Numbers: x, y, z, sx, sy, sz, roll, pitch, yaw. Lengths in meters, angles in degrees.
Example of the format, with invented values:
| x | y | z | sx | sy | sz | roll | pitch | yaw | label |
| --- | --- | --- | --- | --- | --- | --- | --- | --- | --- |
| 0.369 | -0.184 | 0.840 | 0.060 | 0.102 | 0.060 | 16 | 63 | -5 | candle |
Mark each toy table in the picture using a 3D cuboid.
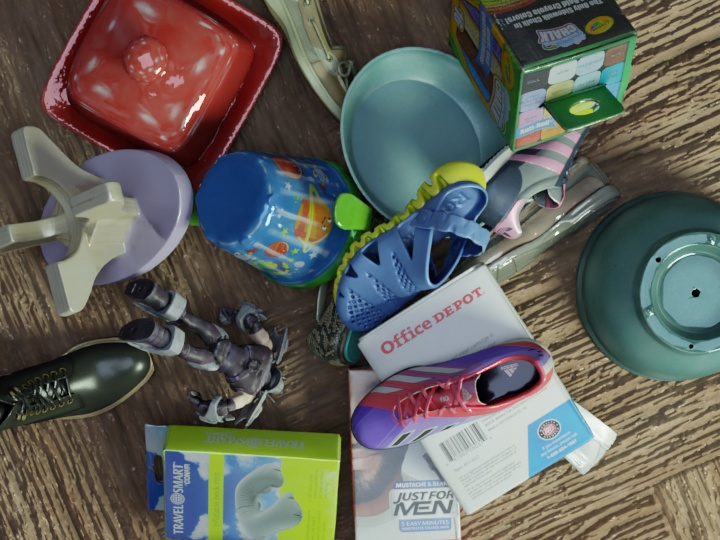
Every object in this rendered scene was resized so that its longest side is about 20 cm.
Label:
| x | y | z | sx | sy | sz | roll | pitch | yaw | label |
| --- | --- | --- | --- | --- | --- | --- | --- | --- | --- |
| -0.273 | -0.048 | 1.346 | 0.200 | 0.117 | 0.184 | -33 | 76 | 30 | toy table |

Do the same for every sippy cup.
| x | y | z | sx | sy | sz | roll | pitch | yaw | label |
| --- | --- | --- | --- | --- | --- | --- | --- | --- | --- |
| -0.088 | -0.058 | 1.359 | 0.178 | 0.130 | 0.140 | -36 | 62 | 23 | sippy cup |

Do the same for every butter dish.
| x | y | z | sx | sy | sz | roll | pitch | yaw | label |
| --- | --- | --- | --- | --- | --- | --- | --- | --- | --- |
| -0.205 | -0.203 | 1.371 | 0.200 | 0.148 | 0.200 | 29 | 92 | -1 | butter dish |

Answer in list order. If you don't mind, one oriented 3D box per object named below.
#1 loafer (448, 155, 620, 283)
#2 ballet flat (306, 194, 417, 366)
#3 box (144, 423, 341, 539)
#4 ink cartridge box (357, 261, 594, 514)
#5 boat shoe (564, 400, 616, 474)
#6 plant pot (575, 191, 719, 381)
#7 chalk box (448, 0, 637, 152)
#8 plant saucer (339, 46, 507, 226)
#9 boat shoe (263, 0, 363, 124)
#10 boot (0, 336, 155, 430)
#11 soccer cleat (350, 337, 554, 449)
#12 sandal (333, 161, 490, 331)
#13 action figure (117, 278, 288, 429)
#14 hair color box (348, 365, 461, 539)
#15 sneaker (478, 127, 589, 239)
| x | y | z | sx | sy | sz | roll | pitch | yaw | label |
| --- | --- | --- | --- | --- | --- | --- | --- | --- | --- |
| 0.170 | -0.045 | 1.423 | 0.200 | 0.072 | 0.063 | -32 | 74 | -5 | loafer |
| 0.000 | 0.000 | 1.417 | 0.075 | 0.068 | 0.200 | 22 | 80 | 31 | ballet flat |
| -0.123 | 0.220 | 1.413 | 0.200 | 0.048 | 0.122 | 3 | 121 | -1 | box |
| 0.112 | 0.111 | 1.346 | 0.146 | 0.084 | 0.200 | -32 | 90 | 7 | ink cartridge box |
| 0.167 | 0.139 | 1.427 | 0.200 | 0.072 | 0.069 | 34 | 91 | -10 | boat shoe |
| 0.326 | 0.019 | 1.385 | 0.200 | 0.134 | 0.200 | 0 | 93 | 0 | plant pot |
| 0.181 | -0.207 | 1.333 | 0.125 | 0.124 | 0.200 | -18 | 59 | -11 | chalk box |
| 0.063 | -0.126 | 1.397 | 0.200 | 0.036 | 0.200 | 7 | 75 | -25 | plant saucer |
| -0.042 | -0.238 | 1.409 | 0.063 | 0.073 | 0.201 | -29 | 84 | 5 | boat shoe |
| -0.310 | 0.125 | 1.386 | 0.200 | 0.138 | 0.078 | -21 | 91 | 0 | boot |
| 0.082 | 0.115 | 1.270 | 0.200 | 0.073 | 0.068 | -20 | 91 | 7 | soccer cleat |
| 0.051 | -0.012 | 1.312 | 0.079 | 0.087 | 0.200 | 26 | 115 | -37 | sandal |
| -0.149 | 0.080 | 1.397 | 0.200 | 0.069 | 0.130 | 34 | 57 | -34 | action figure |
| 0.045 | 0.197 | 1.427 | 0.111 | 0.064 | 0.200 | -3 | 90 | 1 | hair color box |
| 0.188 | -0.108 | 1.394 | 0.200 | 0.070 | 0.082 | -39 | 89 | -20 | sneaker |
